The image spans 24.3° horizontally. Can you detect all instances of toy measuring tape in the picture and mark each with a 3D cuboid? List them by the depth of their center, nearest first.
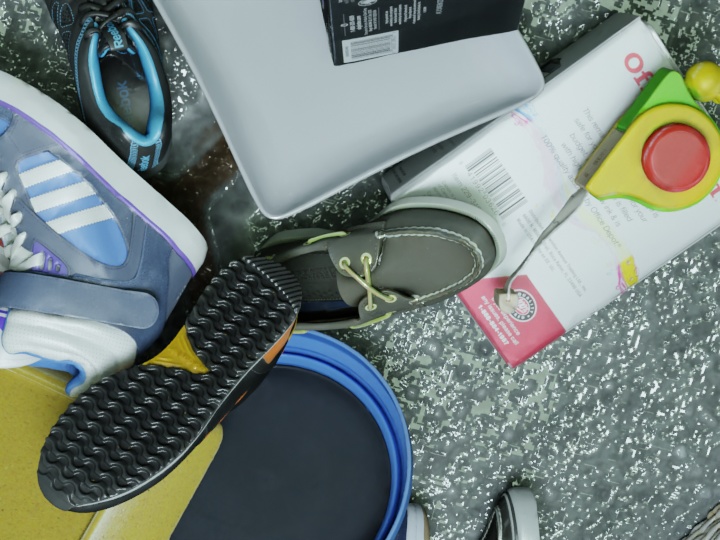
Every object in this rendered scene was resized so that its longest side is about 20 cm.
[{"bbox_3d":[0.166,-0.041,1.035,0.074,0.074,0.200,35,96,-11],"label":"toy measuring tape"}]

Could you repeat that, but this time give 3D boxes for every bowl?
[{"bbox_3d":[-0.064,0.134,1.093,0.200,0.039,0.201,-2,63,5],"label":"bowl"}]

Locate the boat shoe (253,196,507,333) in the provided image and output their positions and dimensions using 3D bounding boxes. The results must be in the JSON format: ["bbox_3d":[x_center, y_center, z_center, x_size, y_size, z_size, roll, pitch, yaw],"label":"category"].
[{"bbox_3d":[0.001,0.003,1.065,0.201,0.060,0.072,-10,115,40],"label":"boat shoe"}]

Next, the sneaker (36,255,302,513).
[{"bbox_3d":[-0.110,0.082,1.022,0.070,0.090,0.200,39,69,16],"label":"sneaker"}]

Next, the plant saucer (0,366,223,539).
[{"bbox_3d":[-0.219,0.138,1.059,0.200,0.048,0.200,22,69,16],"label":"plant saucer"}]

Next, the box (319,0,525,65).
[{"bbox_3d":[0.020,-0.246,0.990,0.124,0.149,0.200,-11,79,-2],"label":"box"}]

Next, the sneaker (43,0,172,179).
[{"bbox_3d":[-0.156,-0.159,1.045,0.073,0.082,0.200,-18,88,-15],"label":"sneaker"}]

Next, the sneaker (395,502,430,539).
[{"bbox_3d":[-0.027,0.246,1.171,0.108,0.070,0.200,17,104,-10],"label":"sneaker"}]

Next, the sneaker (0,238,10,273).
[{"bbox_3d":[-0.232,-0.058,1.098,0.200,0.078,0.116,38,74,-5],"label":"sneaker"}]

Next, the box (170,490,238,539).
[{"bbox_3d":[-0.158,0.252,1.119,0.200,0.049,0.162,-16,84,-3],"label":"box"}]

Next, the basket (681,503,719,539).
[{"bbox_3d":[0.338,0.241,1.153,0.198,0.161,0.200,-44,102,6],"label":"basket"}]

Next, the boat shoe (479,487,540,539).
[{"bbox_3d":[0.084,0.247,1.180,0.064,0.071,0.200,7,104,-7],"label":"boat shoe"}]

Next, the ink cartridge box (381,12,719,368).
[{"bbox_3d":[0.135,-0.055,1.107,0.200,0.086,0.148,-35,103,2],"label":"ink cartridge box"}]

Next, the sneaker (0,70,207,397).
[{"bbox_3d":[-0.206,-0.015,1.016,0.200,0.081,0.147,39,71,-9],"label":"sneaker"}]

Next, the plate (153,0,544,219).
[{"bbox_3d":[-0.013,-0.154,1.061,0.199,0.032,0.200,-26,80,-8],"label":"plate"}]
